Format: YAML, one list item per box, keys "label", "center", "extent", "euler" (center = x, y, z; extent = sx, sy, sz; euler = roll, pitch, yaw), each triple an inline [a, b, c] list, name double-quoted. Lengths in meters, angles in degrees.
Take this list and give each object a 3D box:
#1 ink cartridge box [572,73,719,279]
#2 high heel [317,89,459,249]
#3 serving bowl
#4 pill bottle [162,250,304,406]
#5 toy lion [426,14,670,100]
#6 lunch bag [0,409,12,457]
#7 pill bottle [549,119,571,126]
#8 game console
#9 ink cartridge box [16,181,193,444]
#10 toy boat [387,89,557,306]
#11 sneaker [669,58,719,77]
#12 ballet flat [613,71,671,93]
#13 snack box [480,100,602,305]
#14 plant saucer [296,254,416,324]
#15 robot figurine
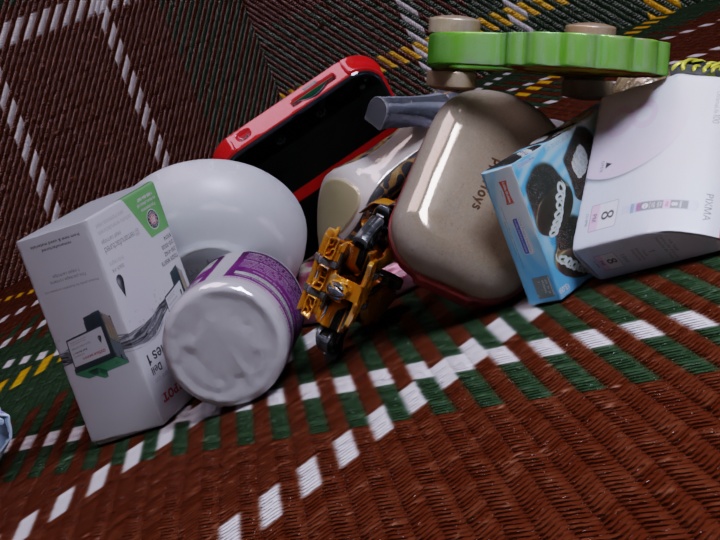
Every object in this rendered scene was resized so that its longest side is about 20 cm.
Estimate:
- label: "ink cartridge box"
  center: [0.269, -0.088, 1.219]
  extent: [0.199, 0.057, 0.164]
  euler: [-19, 44, 42]
- label: "high heel"
  center: [0.038, -0.093, 1.578]
  extent: [0.142, 0.072, 0.201]
  euler: [-7, -45, -42]
- label: "serving bowl"
  center: [-0.150, -0.013, 1.545]
  extent: [0.198, 0.201, 0.066]
  euler: [-20, 41, 12]
- label: "pill bottle"
  center: [-0.109, 0.044, 1.413]
  extent: [0.111, 0.113, 0.200]
  euler: [-21, 9, 9]
- label: "toy lion"
  center: [0.157, -0.183, 1.317]
  extent: [0.197, 0.070, 0.192]
  euler: [3, 5, 0]
- label: "lunch bag"
  center: [-0.436, 0.165, 1.472]
  extent: [0.198, 0.129, 0.169]
  euler: [-18, 9, -18]
- label: "pill bottle"
  center: [0.154, -0.078, 1.473]
  extent: [0.199, 0.115, 0.113]
  euler: [-14, 12, 42]
- label: "game console"
  center: [-0.039, -0.108, 1.581]
  extent: [0.199, 0.177, 0.031]
  euler: [-34, 45, -2]
- label: "ink cartridge box"
  center: [-0.219, 0.038, 1.442]
  extent: [0.084, 0.202, 0.146]
  euler: [-15, 12, 22]
- label: "toy boat"
  center: [0.099, -0.054, 1.359]
  extent: [0.131, 0.129, 0.201]
  euler: [114, 180, -65]
- label: "sneaker"
  center: [0.322, -0.168, 1.463]
  extent: [0.074, 0.085, 0.200]
  euler: [-11, -17, -33]
- label: "ballet flat"
  center: [0.252, -0.135, 1.491]
  extent: [0.200, 0.070, 0.066]
  euler: [120, 166, -57]
- label: "snack box"
  center: [0.186, -0.063, 1.304]
  extent: [0.037, 0.117, 0.199]
  euler: [-13, 13, 43]
- label: "plant saucer"
  center: [0.009, -0.006, 1.616]
  extent: [0.199, 0.051, 0.201]
  euler: [-23, 9, 4]
- label: "robot figurine"
  center: [0.000, 0.000, 1.388]
  extent: [0.058, 0.146, 0.200]
  euler: [25, 14, 13]
